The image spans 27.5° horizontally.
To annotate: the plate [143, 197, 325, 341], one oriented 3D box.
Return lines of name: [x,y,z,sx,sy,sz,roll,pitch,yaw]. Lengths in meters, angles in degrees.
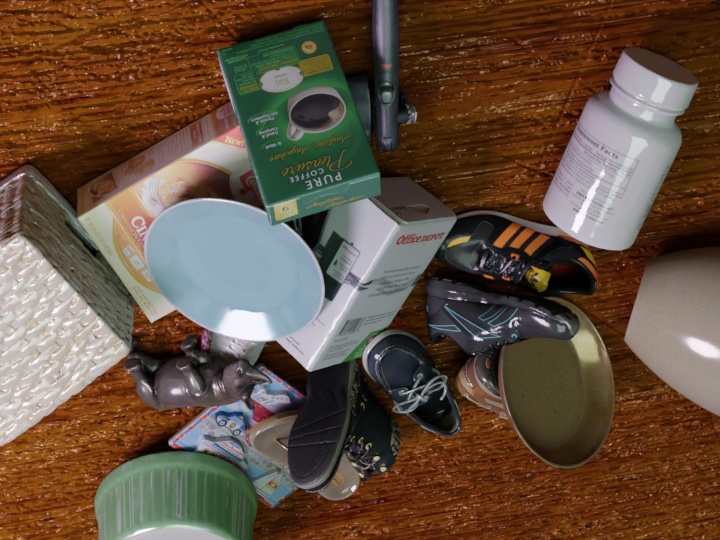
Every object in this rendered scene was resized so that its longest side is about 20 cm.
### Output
plate: [-0.129,-0.005,1.537,0.197,0.026,0.202,10,135,10]

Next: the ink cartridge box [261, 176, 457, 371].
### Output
ink cartridge box: [0.000,0.000,1.612,0.201,0.083,0.146,-57,158,20]

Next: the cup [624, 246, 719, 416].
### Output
cup: [0.390,0.056,1.721,0.141,0.201,0.203,17,119,12]

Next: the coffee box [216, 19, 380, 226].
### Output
coffee box: [-0.063,-0.150,1.485,0.121,0.202,0.044,-17,153,-7]

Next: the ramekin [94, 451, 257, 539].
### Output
ramekin: [-0.220,0.316,1.752,0.197,0.098,0.202,-3,135,-3]

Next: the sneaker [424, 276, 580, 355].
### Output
sneaker: [0.158,0.060,1.668,0.075,0.198,0.080,6,96,-52]

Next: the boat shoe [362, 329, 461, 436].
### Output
boat shoe: [0.065,0.137,1.722,0.075,0.062,0.200,-36,141,-1]

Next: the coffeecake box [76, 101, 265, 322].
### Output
coffeecake box: [-0.181,-0.063,1.585,0.198,0.073,0.154,-29,120,5]

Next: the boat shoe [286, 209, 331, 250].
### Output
boat shoe: [-0.047,-0.117,1.536,0.071,0.067,0.203,21,80,-40]

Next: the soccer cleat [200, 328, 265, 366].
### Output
soccer cleat: [-0.134,0.063,1.659,0.069,0.087,0.202,11,117,-17]

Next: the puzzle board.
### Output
puzzle board: [-0.111,0.205,1.762,0.150,0.017,0.200,-40,132,11]

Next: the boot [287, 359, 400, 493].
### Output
boot: [-0.012,0.202,1.707,0.073,0.205,0.154,-14,130,24]

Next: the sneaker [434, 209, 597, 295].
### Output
sneaker: [0.180,-0.013,1.677,0.197,0.090,0.071,8,118,-16]

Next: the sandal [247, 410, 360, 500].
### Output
sandal: [-0.057,0.229,1.757,0.080,0.054,0.200,-35,133,9]

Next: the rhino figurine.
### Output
rhino figurine: [-0.180,0.120,1.655,0.198,0.060,0.088,-1,134,31]

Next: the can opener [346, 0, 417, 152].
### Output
can opener: [0.024,-0.219,1.542,0.077,0.064,0.202,-2,120,-10]

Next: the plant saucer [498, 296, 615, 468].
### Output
plant saucer: [0.225,0.134,1.745,0.200,0.202,0.035,38,147,-28]

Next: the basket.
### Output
basket: [-0.363,0.037,1.556,0.199,0.161,0.199,-35,120,8]

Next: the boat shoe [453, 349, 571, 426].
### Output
boat shoe: [0.194,0.148,1.793,0.199,0.077,0.073,29,143,-34]

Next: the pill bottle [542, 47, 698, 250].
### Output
pill bottle: [0.288,-0.135,1.615,0.113,0.115,0.202,13,116,-18]
